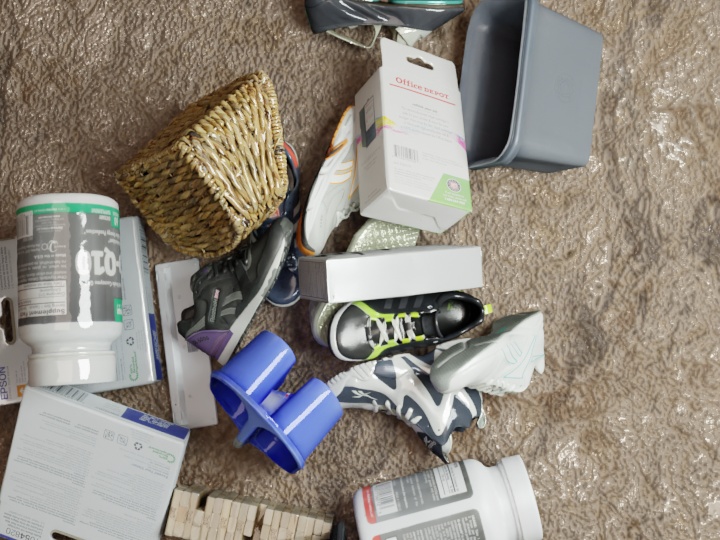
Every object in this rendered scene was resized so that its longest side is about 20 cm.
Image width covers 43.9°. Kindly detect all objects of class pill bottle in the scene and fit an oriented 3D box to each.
[{"bbox_3d":[0.098,0.281,1.007,0.196,0.116,0.118,-15,84,1],"label":"pill bottle"},{"bbox_3d":[-0.322,0.023,0.991,0.110,0.113,0.205,-3,85,2],"label":"pill bottle"}]

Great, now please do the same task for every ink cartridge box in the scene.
[{"bbox_3d":[-0.315,0.246,1.044,0.196,0.041,0.204,20,106,-1],"label":"ink cartridge box"},{"bbox_3d":[0.058,-0.156,1.034,0.115,0.067,0.204,12,63,-27],"label":"ink cartridge box"},{"bbox_3d":[-0.348,0.050,1.075,0.195,0.041,0.205,-8,84,2],"label":"ink cartridge box"}]

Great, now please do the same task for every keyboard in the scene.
[{"bbox_3d":[-0.213,0.090,1.091,0.055,0.011,0.205,-8,85,-4],"label":"keyboard"}]

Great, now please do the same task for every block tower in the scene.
[{"bbox_3d":[-0.123,0.298,1.046,0.195,0.054,0.059,13,86,2],"label":"block tower"}]

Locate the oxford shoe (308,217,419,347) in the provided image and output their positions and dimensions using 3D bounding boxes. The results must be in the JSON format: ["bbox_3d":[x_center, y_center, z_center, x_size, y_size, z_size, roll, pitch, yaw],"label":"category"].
[{"bbox_3d":[0.000,0.000,1.066,0.075,0.058,0.202,38,79,-20],"label":"oxford shoe"}]

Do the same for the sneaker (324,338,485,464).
[{"bbox_3d":[0.056,0.166,1.037,0.195,0.080,0.132,-13,76,-9],"label":"sneaker"}]

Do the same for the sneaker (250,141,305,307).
[{"bbox_3d":[-0.103,-0.059,1.061,0.073,0.085,0.205,-7,85,1],"label":"sneaker"}]

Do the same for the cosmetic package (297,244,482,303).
[{"bbox_3d":[0.035,0.001,1.007,0.196,0.082,0.052,-5,97,-28],"label":"cosmetic package"}]

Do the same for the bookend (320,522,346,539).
[{"bbox_3d":[-0.097,0.402,0.983,0.194,0.092,0.205,-8,106,3],"label":"bookend"}]

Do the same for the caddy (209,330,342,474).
[{"bbox_3d":[-0.104,0.156,0.993,0.141,0.200,0.105,43,71,4],"label":"caddy"}]

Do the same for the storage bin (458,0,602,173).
[{"bbox_3d":[0.197,-0.206,1.048,0.132,0.145,0.205,11,84,-24],"label":"storage bin"}]

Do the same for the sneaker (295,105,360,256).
[{"bbox_3d":[-0.009,-0.098,1.046,0.090,0.076,0.203,24,65,-5],"label":"sneaker"}]

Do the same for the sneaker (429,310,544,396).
[{"bbox_3d":[0.154,0.107,1.000,0.070,0.198,0.082,-10,96,45],"label":"sneaker"}]

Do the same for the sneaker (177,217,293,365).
[{"bbox_3d":[-0.149,0.015,1.021,0.086,0.076,0.202,29,114,-7],"label":"sneaker"}]

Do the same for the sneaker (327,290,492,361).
[{"bbox_3d":[0.058,0.054,1.016,0.196,0.083,0.073,-13,92,-22],"label":"sneaker"}]

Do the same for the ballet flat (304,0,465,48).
[{"bbox_3d":[0.028,-0.306,1.093,0.195,0.073,0.075,4,85,-4],"label":"ballet flat"}]

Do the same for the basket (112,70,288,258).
[{"bbox_3d":[-0.158,-0.113,1.016,0.149,0.198,0.144,-49,113,-30],"label":"basket"}]
